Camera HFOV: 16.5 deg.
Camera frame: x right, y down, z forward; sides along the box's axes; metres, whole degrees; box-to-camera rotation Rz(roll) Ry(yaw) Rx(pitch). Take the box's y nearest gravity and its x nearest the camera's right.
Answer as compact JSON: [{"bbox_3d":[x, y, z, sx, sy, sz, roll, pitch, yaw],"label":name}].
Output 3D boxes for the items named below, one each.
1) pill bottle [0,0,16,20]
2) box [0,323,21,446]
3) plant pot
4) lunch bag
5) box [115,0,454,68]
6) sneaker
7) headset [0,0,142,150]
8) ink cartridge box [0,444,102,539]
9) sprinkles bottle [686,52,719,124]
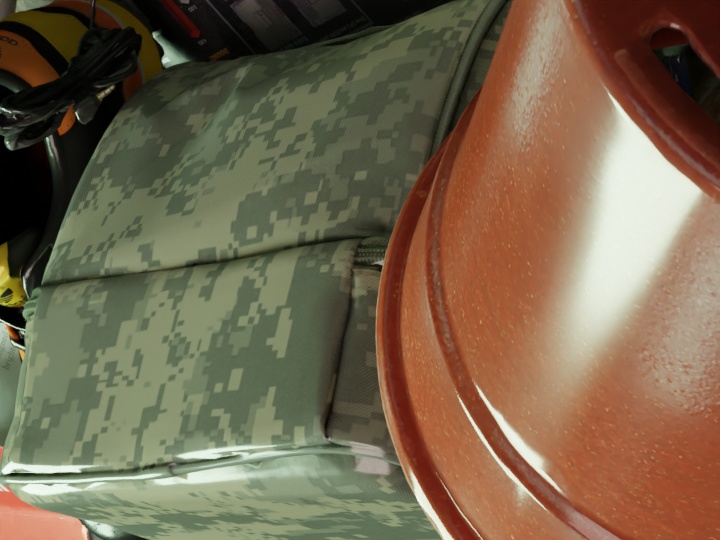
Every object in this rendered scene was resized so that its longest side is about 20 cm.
[{"bbox_3d":[-0.216,-0.112,0.911,0.200,0.112,0.113,20,146,55],"label":"pill bottle"},{"bbox_3d":[-0.065,0.034,0.962,0.200,0.097,0.125,29,121,10],"label":"box"},{"bbox_3d":[0.107,-0.024,0.567,0.201,0.201,0.195,28,155,11],"label":"plant pot"},{"bbox_3d":[0.000,0.000,0.767,0.139,0.168,0.200,20,161,-40],"label":"lunch bag"},{"bbox_3d":[-0.022,-0.124,0.823,0.158,0.050,0.200,47,143,-16],"label":"box"},{"bbox_3d":[-0.107,0.009,0.855,0.070,0.090,0.200,3,106,30],"label":"sneaker"},{"bbox_3d":[-0.122,-0.142,0.768,0.123,0.094,0.200,-1,123,46],"label":"headset"},{"bbox_3d":[-0.133,0.129,0.998,0.200,0.050,0.161,41,157,-25],"label":"ink cartridge box"},{"bbox_3d":[0.157,0.019,0.822,0.200,0.068,0.068,47,143,-15],"label":"sprinkles bottle"}]
